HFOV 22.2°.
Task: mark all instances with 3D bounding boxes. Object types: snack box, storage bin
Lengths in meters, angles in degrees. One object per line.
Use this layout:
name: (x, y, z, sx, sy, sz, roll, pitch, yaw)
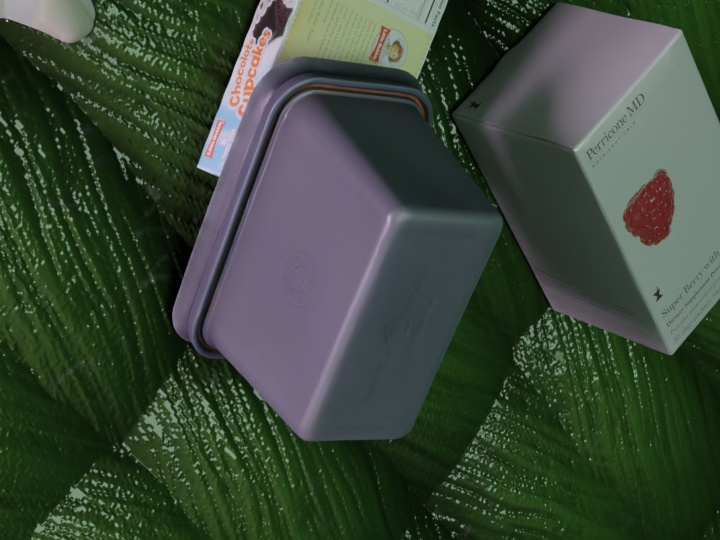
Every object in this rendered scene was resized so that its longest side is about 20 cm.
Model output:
snack box: (-0.014, -0.136, 1.121, 0.116, 0.037, 0.201, 21, 90, -43)
storage bin: (0.000, 0.000, 1.072, 0.145, 0.134, 0.201, 3, 122, -37)

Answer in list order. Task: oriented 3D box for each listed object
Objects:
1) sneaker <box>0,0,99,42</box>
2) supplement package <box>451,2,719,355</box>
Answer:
sneaker: (-0.225, -0.153, 0.911, 0.200, 0.070, 0.094, 34, 88, -41)
supplement package: (0.174, -0.063, 1.258, 0.121, 0.120, 0.200, -47, 130, -18)
